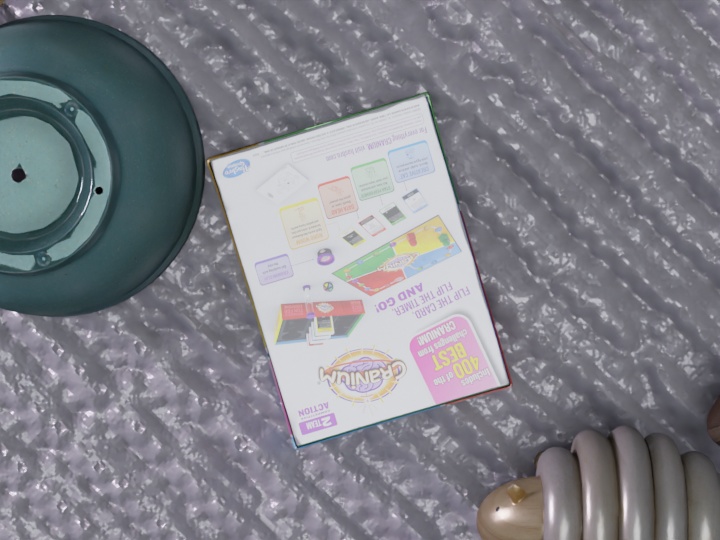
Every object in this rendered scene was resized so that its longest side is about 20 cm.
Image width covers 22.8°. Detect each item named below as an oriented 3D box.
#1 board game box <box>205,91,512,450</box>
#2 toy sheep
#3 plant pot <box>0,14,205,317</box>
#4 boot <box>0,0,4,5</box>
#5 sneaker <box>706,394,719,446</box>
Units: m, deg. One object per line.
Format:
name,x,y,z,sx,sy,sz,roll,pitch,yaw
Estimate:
board game box,0.000,0.000,1.176,0.152,0.040,0.201,-16,95,3
toy sheep,0.174,0.161,1.142,0.199,0.138,0.139,-2,95,1
plant pot,-0.204,-0.062,1.128,0.199,0.134,0.201,0,96,1
boot,-0.268,-0.249,1.099,0.155,0.077,0.200,17,117,-30
sneaker,0.309,0.058,1.168,0.199,0.076,0.071,-23,84,-18
